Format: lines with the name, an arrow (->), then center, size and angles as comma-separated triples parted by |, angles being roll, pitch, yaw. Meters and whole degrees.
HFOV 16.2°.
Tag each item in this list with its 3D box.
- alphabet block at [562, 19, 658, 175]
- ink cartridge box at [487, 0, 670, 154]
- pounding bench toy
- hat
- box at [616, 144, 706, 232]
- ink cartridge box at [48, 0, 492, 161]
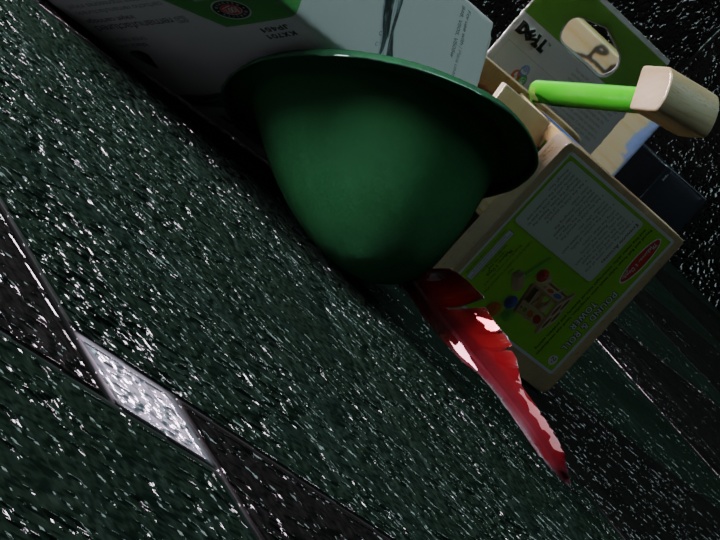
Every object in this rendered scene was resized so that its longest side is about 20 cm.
alphabet block -> 0.263, -0.216, 3.249 | 0.200, 0.195, 0.196 | 41, 6, -6
ink cartridge box -> 0.089, -0.113, 1.691 | 0.148, 0.200, 0.076 | 35, 10, -45
pounding bench toy -> 0.106, -0.066, 1.511 | 0.124, 0.200, 0.156 | 35, 11, -40
hat -> 0.000, 0.000, 1.295 | 0.199, 0.177, 0.165 | -5, -27, 43
box -> 0.405, -0.153, 3.914 | 0.200, 0.118, 0.197 | 45, 8, 29
ink cartridge box -> -0.045, -0.138, 1.344 | 0.146, 0.083, 0.200 | -3, -26, 40
